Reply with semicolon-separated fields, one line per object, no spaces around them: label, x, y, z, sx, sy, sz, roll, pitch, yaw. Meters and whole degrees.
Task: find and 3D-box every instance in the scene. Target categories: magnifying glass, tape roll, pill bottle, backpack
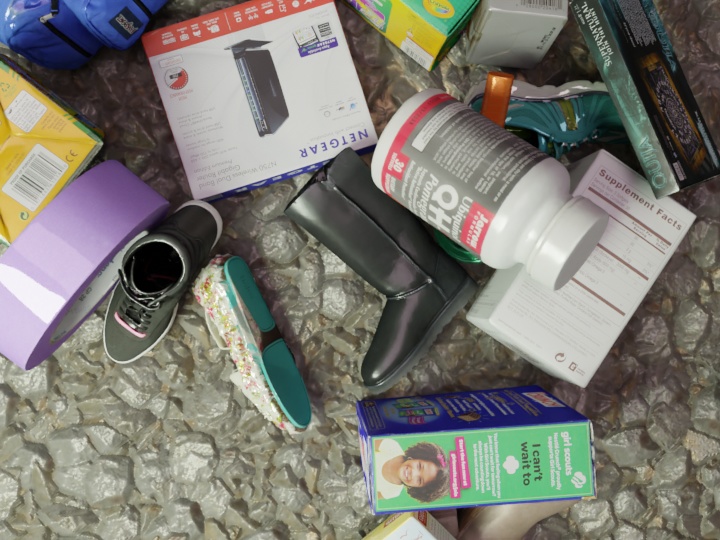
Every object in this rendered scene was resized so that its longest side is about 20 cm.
magnifying glass;0.122;-0.099;0.797;0.080;0.022;0.200;12;121;8
tape roll;-0.265;-0.006;0.732;0.066;0.200;0.200;39;87;-6
pill bottle;0.116;-0.071;0.713;0.200;0.111;0.111;37;87;23
backpack;-0.279;-0.291;0.753;0.168;0.163;0.200;42;91;13

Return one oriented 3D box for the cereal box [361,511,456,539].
cereal box;0.068;0.337;0.769;0.144;0.040;0.200;-42;95;16

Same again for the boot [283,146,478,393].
boot;0.001;-0.001;0.792;0.200;0.066;0.165;46;74;-18

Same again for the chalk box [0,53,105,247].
chalk box;-0.324;-0.117;0.735;0.124;0.200;0.125;39;88;-21

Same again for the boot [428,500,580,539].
boot;0.132;0.290;0.817;0.200;0.070;0.146;-1;95;-2

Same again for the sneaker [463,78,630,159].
sneaker;0.202;-0.144;0.815;0.200;0.078;0.080;2;57;6

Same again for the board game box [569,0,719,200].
board game box;0.280;-0.173;0.761;0.135;0.028;0.200;-17;84;-47

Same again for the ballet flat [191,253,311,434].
ballet flat;-0.113;0.079;0.814;0.064;0.076;0.200;-26;85;28

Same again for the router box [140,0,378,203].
router box;-0.101;-0.183;0.823;0.200;0.049;0.180;-19;89;-3

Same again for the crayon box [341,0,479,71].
crayon box;0.019;-0.298;0.798;0.200;0.119;0.058;39;87;-1

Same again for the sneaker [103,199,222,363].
sneaker;-0.212;0.024;0.762;0.071;0.099;0.200;36;111;-2

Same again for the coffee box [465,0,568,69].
coffee box;0.158;-0.322;0.796;0.080;0.114;0.200;5;79;-3

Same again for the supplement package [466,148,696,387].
supplement package;0.216;-0.001;0.799;0.117;0.117;0.200;34;87;-1

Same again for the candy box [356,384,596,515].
candy box;0.101;0.167;0.762;0.200;0.169;0.077;-5;92;-3
